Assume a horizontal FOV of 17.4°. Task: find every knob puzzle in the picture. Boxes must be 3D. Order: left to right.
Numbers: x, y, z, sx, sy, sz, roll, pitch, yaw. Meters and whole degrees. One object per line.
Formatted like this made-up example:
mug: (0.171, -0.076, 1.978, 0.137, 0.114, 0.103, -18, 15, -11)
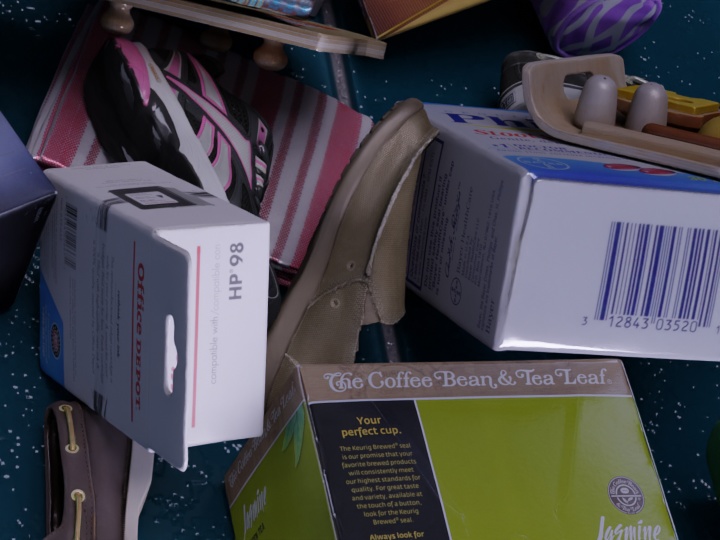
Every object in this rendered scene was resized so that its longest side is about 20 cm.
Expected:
knob puzzle: (-0.080, -0.142, 1.392, 0.218, 0.220, 0.031, 10, 98, -18)

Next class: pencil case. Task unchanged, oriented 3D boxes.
pencil case: (0.135, -0.240, 1.582, 0.084, 0.085, 0.201, 5, 56, -47)

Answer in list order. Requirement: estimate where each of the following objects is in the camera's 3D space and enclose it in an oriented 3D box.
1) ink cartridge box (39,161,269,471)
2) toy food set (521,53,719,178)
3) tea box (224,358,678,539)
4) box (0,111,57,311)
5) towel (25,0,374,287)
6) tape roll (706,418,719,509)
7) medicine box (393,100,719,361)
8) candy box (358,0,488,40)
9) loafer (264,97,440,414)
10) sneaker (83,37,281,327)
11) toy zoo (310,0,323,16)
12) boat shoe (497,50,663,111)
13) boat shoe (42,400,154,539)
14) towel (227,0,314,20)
ink cartridge box: (-0.102, 0.020, 1.219, 0.066, 0.117, 0.200, -5, 16, -28)
toy food set: (0.209, -0.095, 1.351, 0.199, 0.061, 0.143, 16, 15, 25)
tea box: (0.054, 0.162, 1.248, 0.198, 0.134, 0.198, 1, 59, -24)
box: (-0.303, -0.052, 1.241, 0.199, 0.123, 0.199, -26, 70, -35)
towel: (-0.093, -0.074, 1.410, 0.199, 0.030, 0.147, 24, 50, -9)
tape roll: (0.301, 0.102, 1.354, 0.199, 0.201, 0.049, 2, 57, -22)
medicine box: (0.127, -0.025, 1.362, 0.181, 0.104, 0.200, 3, 15, -22)
candy box: (0.081, -0.234, 1.489, 0.199, 0.056, 0.118, -20, 98, 1)
loafer: (0.000, 0.000, 1.327, 0.067, 0.076, 0.201, 26, 92, 0)
sneaker: (-0.080, -0.056, 1.331, 0.086, 0.080, 0.201, -7, 60, -32)
toy zoo: (-0.085, -0.238, 1.525, 0.198, 0.020, 0.132, 15, 54, -14)
boat shoe: (0.182, -0.094, 1.515, 0.199, 0.071, 0.064, 18, 46, -18)
boat shoe: (-0.144, 0.152, 1.209, 0.059, 0.072, 0.201, 11, 51, -10)
towel: (-0.134, -0.171, 1.322, 0.198, 0.147, 0.022, 12, 97, -13)
